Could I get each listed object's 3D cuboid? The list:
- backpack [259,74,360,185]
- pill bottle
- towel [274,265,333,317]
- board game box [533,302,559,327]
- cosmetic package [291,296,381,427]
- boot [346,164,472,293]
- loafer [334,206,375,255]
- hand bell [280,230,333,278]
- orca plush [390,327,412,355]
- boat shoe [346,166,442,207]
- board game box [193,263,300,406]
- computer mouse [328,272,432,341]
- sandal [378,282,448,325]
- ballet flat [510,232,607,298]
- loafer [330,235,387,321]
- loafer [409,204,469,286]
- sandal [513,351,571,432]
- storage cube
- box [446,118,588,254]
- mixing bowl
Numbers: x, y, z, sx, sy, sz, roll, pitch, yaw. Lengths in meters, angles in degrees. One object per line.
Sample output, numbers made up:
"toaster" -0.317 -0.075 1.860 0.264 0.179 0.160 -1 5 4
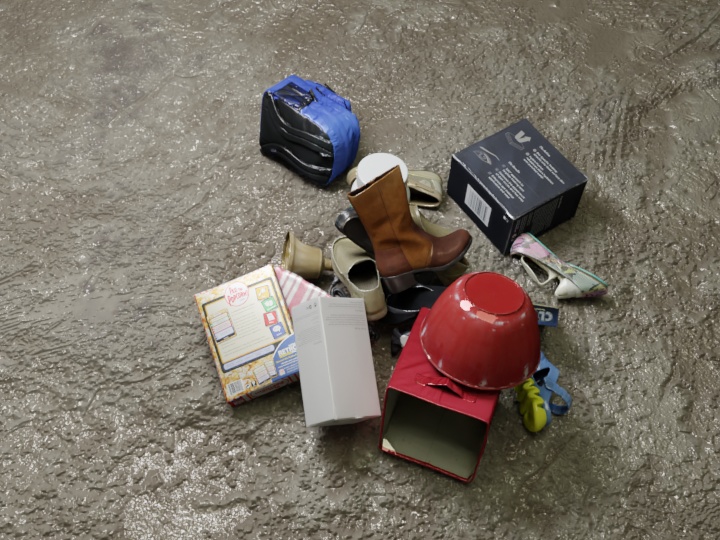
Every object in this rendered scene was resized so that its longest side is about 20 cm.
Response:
"backpack" -0.089 -0.292 1.897 0.199 0.164 0.167 36 55 24
"pill bottle" 0.035 -0.115 1.744 0.111 0.202 0.115 2 50 -2
"towel" -0.104 0.099 1.646 0.198 0.030 0.148 29 84 14
"board game box" 0.248 0.066 1.666 0.196 0.135 0.035 9 91 4
"cosmetic package" -0.041 0.152 1.543 0.106 0.084 0.204 6 71 -42
"boot" 0.089 -0.089 1.605 0.186 0.203 0.069 -25 21 -7
"loafer" 0.036 -0.059 1.649 0.198 0.073 0.073 17 30 -45
"hand bell" -0.046 -0.007 1.744 0.196 0.105 0.106 8 51 -12
"orca plush" 0.152 0.136 1.665 0.196 0.071 0.108 -6 97 4
"boat shoe" 0.069 -0.166 1.870 0.196 0.073 0.066 7 51 -5
"board game box" -0.187 0.111 1.604 0.149 0.046 0.203 -20 71 -1
"computer mouse" 0.031 0.028 1.725 0.140 0.046 0.200 43 69 6
"sandal" 0.095 0.052 1.616 0.197 0.043 0.078 -5 73 38
"ballet flat" 0.369 0.007 1.757 0.198 0.069 0.072 35 76 14
"loafer" 0.000 0.000 1.648 0.074 0.069 0.201 -14 46 -16
"loafer" 0.139 -0.056 1.710 0.067 0.201 0.077 -28 42 12
"sandal" 0.308 0.183 1.618 0.085 0.080 0.203 -5 61 -13
"storage cube" 0.142 0.201 1.516 0.168 0.202 0.181 18 47 11
"box" 0.309 -0.170 1.854 0.198 0.118 0.197 -27 59 -21
"mixing bowl" 0.196 0.074 1.444 0.196 0.110 0.202 5 40 -4
